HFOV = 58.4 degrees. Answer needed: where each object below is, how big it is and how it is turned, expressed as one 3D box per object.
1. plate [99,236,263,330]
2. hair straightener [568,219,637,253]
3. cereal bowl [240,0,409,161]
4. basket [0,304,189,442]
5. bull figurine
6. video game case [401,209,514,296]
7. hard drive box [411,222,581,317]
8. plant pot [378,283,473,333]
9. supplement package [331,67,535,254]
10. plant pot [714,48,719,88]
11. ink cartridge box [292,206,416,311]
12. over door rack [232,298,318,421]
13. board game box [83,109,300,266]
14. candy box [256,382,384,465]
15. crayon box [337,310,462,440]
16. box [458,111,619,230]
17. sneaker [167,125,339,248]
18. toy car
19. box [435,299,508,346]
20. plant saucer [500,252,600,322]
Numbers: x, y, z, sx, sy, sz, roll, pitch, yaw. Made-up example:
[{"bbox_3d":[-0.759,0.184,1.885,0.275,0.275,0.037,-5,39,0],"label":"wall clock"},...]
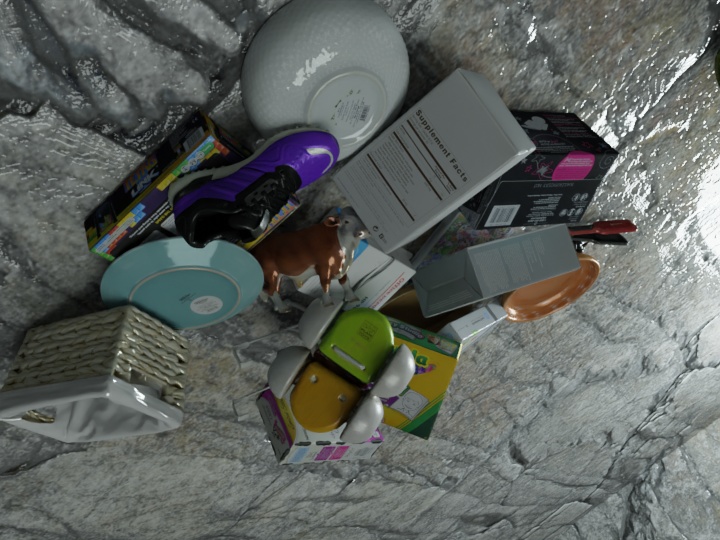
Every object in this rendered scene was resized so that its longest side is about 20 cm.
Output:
[{"bbox_3d":[-0.220,0.029,0.809,0.199,0.026,0.200,-11,145,-8],"label":"plate"},{"bbox_3d":[0.414,-0.050,1.187,0.199,0.041,0.077,-9,136,-23],"label":"hair straightener"},{"bbox_3d":[-0.030,-0.201,0.727,0.199,0.083,0.200,-16,138,-15],"label":"cereal bowl"},{"bbox_3d":[-0.332,0.134,0.815,0.199,0.124,0.136,-14,146,23],"label":"basket"},{"bbox_3d":[-0.063,-0.011,0.846,0.199,0.122,0.065,-9,179,32],"label":"bull figurine"},{"bbox_3d":[0.159,-0.027,1.075,0.143,0.018,0.200,13,125,-40],"label":"video game case"},{"bbox_3d":[0.203,0.000,0.982,0.199,0.077,0.156,-14,174,-31],"label":"hard drive box"},{"bbox_3d":[0.100,0.073,1.117,0.199,0.028,0.200,-13,146,-9],"label":"plant pot"},{"bbox_3d":[0.090,-0.132,0.784,0.200,0.120,0.121,-37,176,26],"label":"supplement package"},{"bbox_3d":[0.650,-0.325,0.958,0.199,0.188,0.187,-19,142,10],"label":"plant pot"},{"bbox_3d":[0.000,0.000,0.968,0.116,0.067,0.200,-45,138,17],"label":"ink cartridge box"},{"bbox_3d":[-0.125,0.124,1.011,0.200,0.067,0.148,-29,146,-35],"label":"over door rack"},{"bbox_3d":[-0.200,-0.070,0.783,0.200,0.057,0.165,-39,142,12],"label":"board game box"},{"bbox_3d":[-0.072,0.271,1.157,0.200,0.137,0.061,8,126,-38],"label":"candy box"},{"bbox_3d":[0.045,0.166,1.059,0.199,0.058,0.173,19,120,9],"label":"crayon box"},{"bbox_3d":[0.236,-0.145,0.924,0.199,0.115,0.132,-5,136,-25],"label":"box"},{"bbox_3d":[-0.107,-0.078,0.694,0.200,0.100,0.070,-24,140,4],"label":"sneaker"},{"bbox_3d":[-0.022,0.137,0.945,0.200,0.175,0.150,-58,175,13],"label":"toy car"},{"bbox_3d":[0.163,0.130,1.150,0.156,0.041,0.200,-46,162,31],"label":"box"},{"bbox_3d":[0.352,0.028,1.218,0.199,0.038,0.200,-15,147,-10],"label":"plant saucer"}]
